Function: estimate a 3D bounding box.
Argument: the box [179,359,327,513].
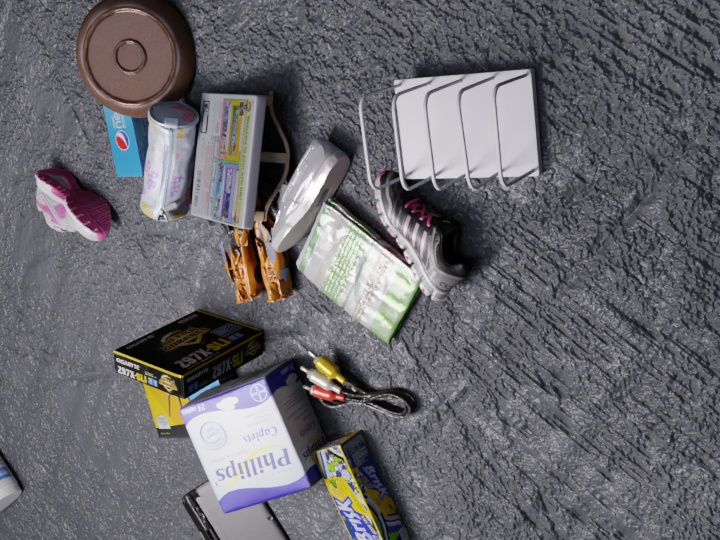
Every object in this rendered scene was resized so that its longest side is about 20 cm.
[{"bbox_3d":[-0.172,0.279,1.694,0.184,0.105,0.200,-22,94,24],"label":"box"}]

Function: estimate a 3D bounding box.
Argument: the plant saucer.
[{"bbox_3d":[-0.368,-0.346,1.626,0.200,0.034,0.201,2,106,7],"label":"plant saucer"}]

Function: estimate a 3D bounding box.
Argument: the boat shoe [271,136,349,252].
[{"bbox_3d":[-0.091,-0.116,1.538,0.069,0.072,0.200,46,129,19],"label":"boat shoe"}]

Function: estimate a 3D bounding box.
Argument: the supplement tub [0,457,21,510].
[{"bbox_3d":[-0.889,0.464,2.324,0.200,0.132,0.132,51,129,9],"label":"supplement tub"}]

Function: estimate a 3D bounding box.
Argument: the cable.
[{"bbox_3d":[-0.010,0.204,1.608,0.200,0.050,0.097,26,122,29],"label":"cable"}]

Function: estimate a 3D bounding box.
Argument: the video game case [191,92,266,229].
[{"bbox_3d":[-0.207,-0.174,1.569,0.182,0.022,0.200,16,101,54],"label":"video game case"}]

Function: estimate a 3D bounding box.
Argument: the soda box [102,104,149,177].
[{"bbox_3d":[-0.388,-0.263,1.713,0.068,0.064,0.200,3,108,36],"label":"soda box"}]

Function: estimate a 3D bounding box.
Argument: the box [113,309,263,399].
[{"bbox_3d":[-0.286,0.137,1.696,0.159,0.200,0.049,16,118,32],"label":"box"}]

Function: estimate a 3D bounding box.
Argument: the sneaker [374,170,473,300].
[{"bbox_3d":[0.094,-0.061,1.419,0.087,0.074,0.200,-29,87,34],"label":"sneaker"}]

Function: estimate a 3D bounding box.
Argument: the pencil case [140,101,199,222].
[{"bbox_3d":[-0.316,-0.178,1.660,0.083,0.091,0.200,17,126,4],"label":"pencil case"}]

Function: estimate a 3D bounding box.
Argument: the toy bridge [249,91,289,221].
[{"bbox_3d":[-0.143,-0.176,1.560,0.067,0.027,0.200,3,96,-5],"label":"toy bridge"}]

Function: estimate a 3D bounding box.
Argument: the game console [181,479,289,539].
[{"bbox_3d":[-0.235,0.481,1.906,0.200,0.116,0.176,57,160,6],"label":"game console"}]

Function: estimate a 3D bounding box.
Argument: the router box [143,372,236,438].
[{"bbox_3d":[-0.304,0.230,1.840,0.200,0.051,0.149,-8,102,37],"label":"router box"}]

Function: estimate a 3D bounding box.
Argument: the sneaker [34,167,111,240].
[{"bbox_3d":[-0.535,-0.108,1.880,0.200,0.081,0.088,40,128,29],"label":"sneaker"}]

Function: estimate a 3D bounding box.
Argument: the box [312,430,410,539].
[{"bbox_3d":[0.002,0.370,1.653,0.070,0.064,0.200,-24,91,40],"label":"box"}]

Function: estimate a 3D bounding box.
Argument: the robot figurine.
[{"bbox_3d":[-0.175,-0.048,1.634,0.145,0.058,0.200,-4,105,37],"label":"robot figurine"}]

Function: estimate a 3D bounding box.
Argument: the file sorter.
[{"bbox_3d":[0.117,-0.178,1.310,0.200,0.124,0.139,2,108,30],"label":"file sorter"}]

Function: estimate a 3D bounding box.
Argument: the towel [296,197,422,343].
[{"bbox_3d":[0.000,0.000,1.544,0.200,0.031,0.149,39,129,17],"label":"towel"}]
